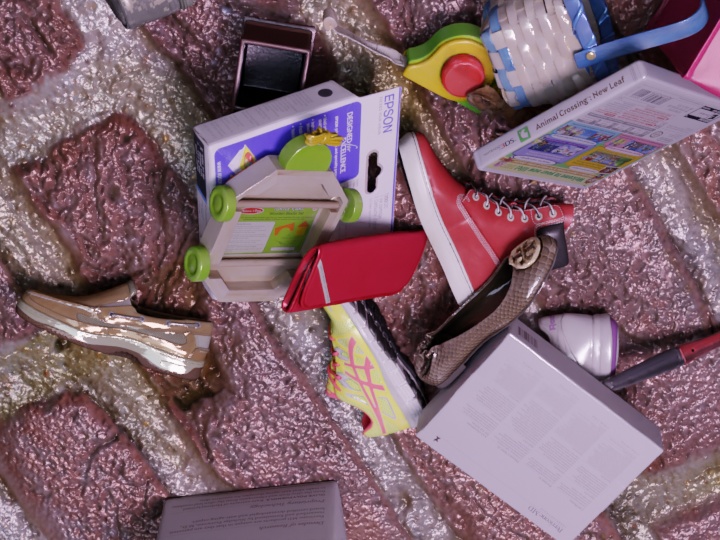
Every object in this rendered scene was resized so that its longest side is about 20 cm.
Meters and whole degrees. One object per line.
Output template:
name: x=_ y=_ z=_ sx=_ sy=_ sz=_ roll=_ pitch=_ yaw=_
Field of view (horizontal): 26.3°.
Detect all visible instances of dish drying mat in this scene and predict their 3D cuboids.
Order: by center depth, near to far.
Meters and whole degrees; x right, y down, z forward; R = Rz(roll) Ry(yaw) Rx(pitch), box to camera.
dish drying mat: x=0.000 y=0.000 z=1.482 sx=0.018 sy=0.199 sz=0.077 roll=35 pitch=112 yaw=26

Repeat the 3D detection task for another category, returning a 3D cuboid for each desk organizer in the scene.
desk organizer: x=-0.094 y=-0.132 z=1.476 sx=0.071 sy=0.077 sz=0.202 roll=9 pitch=112 yaw=-4

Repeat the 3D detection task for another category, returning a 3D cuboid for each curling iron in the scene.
curling iron: x=0.334 y=0.091 z=1.563 sx=0.198 sy=0.050 sz=0.026 roll=-13 pitch=140 yaw=-15

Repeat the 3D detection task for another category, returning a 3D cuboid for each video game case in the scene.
video game case: x=0.226 y=-0.128 z=1.402 sx=0.181 sy=0.199 sz=0.022 roll=-28 pitch=72 yaw=33

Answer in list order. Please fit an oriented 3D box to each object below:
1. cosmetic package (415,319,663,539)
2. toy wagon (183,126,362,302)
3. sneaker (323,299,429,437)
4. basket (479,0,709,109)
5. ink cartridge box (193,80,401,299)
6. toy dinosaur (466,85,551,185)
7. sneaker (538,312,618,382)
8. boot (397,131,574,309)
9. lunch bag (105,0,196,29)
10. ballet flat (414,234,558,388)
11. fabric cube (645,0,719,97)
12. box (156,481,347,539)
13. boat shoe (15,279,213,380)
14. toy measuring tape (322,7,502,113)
cosmetic package: x=0.178 y=0.161 z=1.536 sx=0.199 sy=0.052 sz=0.151 roll=37 pitch=111 yaw=-10
toy wagon: x=-0.072 y=-0.054 z=1.406 sx=0.154 sy=0.040 sz=0.201 roll=-1 pitch=130 yaw=-38
sneaker: x=-0.005 y=0.094 z=1.570 sx=0.090 sy=0.078 sz=0.201 roll=-25 pitch=111 yaw=12
basket: x=0.212 y=-0.239 z=1.388 sx=0.198 sy=0.177 sz=0.140 roll=-20 pitch=123 yaw=24
ink cartridge box: x=-0.059 y=-0.080 z=1.455 sx=0.198 sy=0.044 sz=0.199 roll=-19 pitch=139 yaw=-21
toy dinosaur: x=0.187 y=-0.136 z=1.474 sx=0.198 sy=0.061 sz=0.106 roll=-2 pitch=149 yaw=-30
sneaker: x=0.211 y=0.136 z=1.600 sx=0.098 sy=0.075 sz=0.202 roll=6 pitch=105 yaw=5
boot: x=0.127 y=-0.070 z=1.509 sx=0.143 sy=0.073 sz=0.201 roll=-24 pitch=119 yaw=9
lunch bag: x=-0.173 y=-0.337 z=1.366 sx=0.166 sy=0.139 sz=0.202 roll=-23 pitch=112 yaw=-9
ballet flat: x=0.118 y=0.037 z=1.501 sx=0.046 sy=0.068 sz=0.200 roll=33 pitch=117 yaw=-16
fabric cube: x=0.401 y=-0.231 z=1.374 sx=0.198 sy=0.200 sz=0.197 roll=26 pitch=110 yaw=-9
box: x=-0.107 y=0.357 z=1.626 sx=0.198 sy=0.172 sz=0.201 roll=-7 pitch=112 yaw=2
boat shoe: x=-0.246 y=0.044 z=1.560 sx=0.198 sy=0.072 sz=0.077 roll=19 pitch=97 yaw=-16
toy measuring tape: x=0.063 y=-0.213 z=1.441 sx=0.199 sy=0.074 sz=0.074 roll=26 pitch=110 yaw=-18
